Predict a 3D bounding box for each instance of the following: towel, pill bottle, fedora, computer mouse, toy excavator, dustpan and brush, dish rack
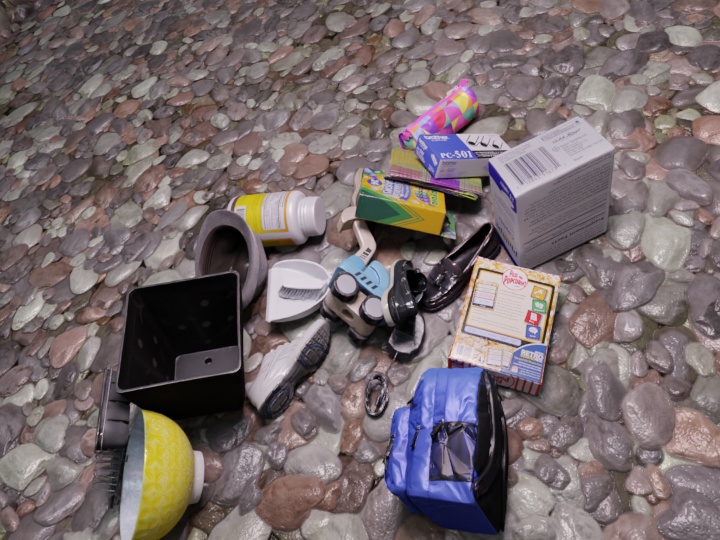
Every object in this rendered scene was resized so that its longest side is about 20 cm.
[{"bbox_3d":[0.146,-0.196,1.163,0.194,0.023,0.145,13,32,0],"label":"towel"},{"bbox_3d":[-0.175,-0.108,1.220,0.194,0.110,0.112,-2,53,16],"label":"pill bottle"},{"bbox_3d":[-0.245,-0.014,1.154,0.173,0.089,0.207,6,93,32],"label":"fedora"},{"bbox_3d":[0.059,0.158,0.998,0.057,0.034,0.203,24,69,13],"label":"computer mouse"},{"bbox_3d":[0.000,0.000,1.066,0.193,0.101,0.200,38,53,6],"label":"toy excavator"},{"bbox_3d":[-0.083,0.029,1.116,0.194,0.058,0.142,1,49,-6],"label":"dustpan and brush"},{"bbox_3d":[-0.413,0.283,0.960,0.053,0.204,0.155,8,34,-22],"label":"dish rack"}]

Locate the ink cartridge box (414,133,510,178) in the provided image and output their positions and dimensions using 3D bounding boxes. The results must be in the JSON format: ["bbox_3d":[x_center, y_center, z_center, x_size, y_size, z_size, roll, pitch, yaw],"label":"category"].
[{"bbox_3d":[0.214,-0.232,1.165,0.195,0.045,0.095,-7,45,-26],"label":"ink cartridge box"}]

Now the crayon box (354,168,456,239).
[{"bbox_3d":[0.093,-0.131,1.114,0.194,0.053,0.127,12,32,-2],"label":"crayon box"}]

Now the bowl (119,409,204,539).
[{"bbox_3d":[-0.311,0.329,0.925,0.105,0.202,0.203,9,44,-28],"label":"bowl"}]

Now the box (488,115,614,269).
[{"bbox_3d":[0.327,-0.127,1.005,0.180,0.202,0.106,-25,48,-2],"label":"box"}]

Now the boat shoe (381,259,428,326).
[{"bbox_3d":[0.086,0.029,1.014,0.064,0.076,0.200,-16,14,19],"label":"boat shoe"}]

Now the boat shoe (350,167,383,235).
[{"bbox_3d":[0.022,-0.142,1.203,0.071,0.075,0.204,-8,53,12],"label":"boat shoe"}]

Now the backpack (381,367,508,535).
[{"bbox_3d":[0.125,0.240,0.825,0.163,0.164,0.204,0,55,22],"label":"backpack"}]

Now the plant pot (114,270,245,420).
[{"bbox_3d":[-0.289,0.150,1.009,0.194,0.180,0.203,-9,50,-4],"label":"plant pot"}]

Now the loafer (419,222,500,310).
[{"bbox_3d":[0.177,-0.013,1.060,0.199,0.064,0.072,-41,53,-14],"label":"loafer"}]

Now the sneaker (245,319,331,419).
[{"bbox_3d":[-0.130,0.160,1.031,0.086,0.075,0.200,27,65,38],"label":"sneaker"}]

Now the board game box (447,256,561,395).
[{"bbox_3d":[0.241,0.086,0.962,0.147,0.047,0.203,14,60,16],"label":"board game box"}]

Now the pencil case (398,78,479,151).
[{"bbox_3d":[0.175,-0.332,1.288,0.199,0.089,0.088,-43,53,-14],"label":"pencil case"}]
